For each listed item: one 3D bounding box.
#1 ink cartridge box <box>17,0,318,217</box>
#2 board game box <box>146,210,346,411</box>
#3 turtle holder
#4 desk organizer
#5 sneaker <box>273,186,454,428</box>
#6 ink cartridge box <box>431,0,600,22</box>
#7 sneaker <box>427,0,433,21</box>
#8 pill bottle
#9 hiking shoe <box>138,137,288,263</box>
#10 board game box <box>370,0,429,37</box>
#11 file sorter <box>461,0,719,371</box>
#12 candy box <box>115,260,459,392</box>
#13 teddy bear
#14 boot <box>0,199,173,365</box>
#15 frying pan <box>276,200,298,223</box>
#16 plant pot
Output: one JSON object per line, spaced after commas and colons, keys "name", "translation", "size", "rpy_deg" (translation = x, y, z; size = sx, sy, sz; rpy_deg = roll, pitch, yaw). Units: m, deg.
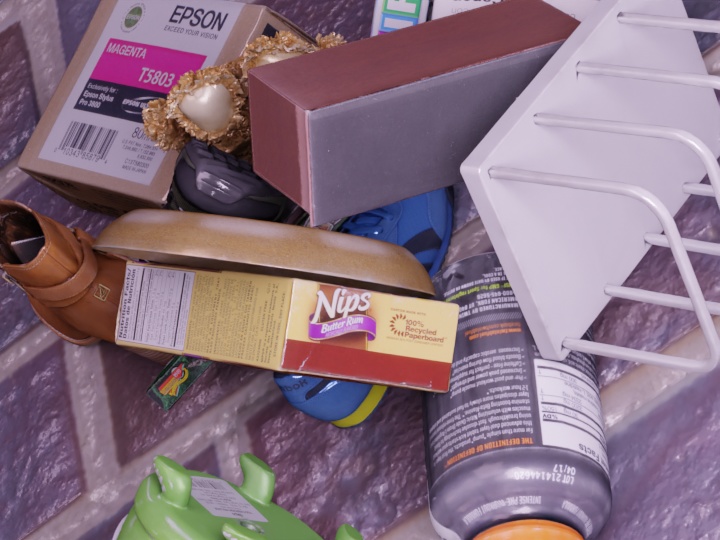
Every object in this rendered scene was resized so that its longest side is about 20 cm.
{"name": "ink cartridge box", "translation": [-0.142, -0.118, 1.818], "size": [0.200, 0.075, 0.165], "rpy_deg": [14, 75, 49]}
{"name": "board game box", "translation": [-0.061, 0.003, 1.634], "size": [0.200, 0.023, 0.105], "rpy_deg": [-46, 7, 24]}
{"name": "turtle holder", "translation": [-0.071, 0.205, 1.505], "size": [0.185, 0.141, 0.132], "rpy_deg": [30, 103, 11]}
{"name": "desk organizer", "translation": [0.039, -0.096, 1.421], "size": [0.200, 0.072, 0.077], "rpy_deg": [-17, 31, -25]}
{"name": "sneaker", "translation": [0.000, 0.000, 1.600], "size": [0.066, 0.078, 0.201], "rpy_deg": [2, 64, 47]}
{"name": "ink cartridge box", "translation": [0.124, -0.187, 1.555], "size": [0.146, 0.083, 0.201], "rpy_deg": [3, 62, 8]}
{"name": "sneaker", "translation": [0.103, -0.186, 1.632], "size": [0.082, 0.077, 0.201], "rpy_deg": [-5, 61, 34]}
{"name": "pill bottle", "translation": [0.088, 0.097, 1.425], "size": [0.106, 0.106, 0.200], "rpy_deg": [-26, 48, 29]}
{"name": "hiking shoe", "translation": [-0.097, -0.021, 1.567], "size": [0.200, 0.076, 0.101], "rpy_deg": [123, 171, -84]}
{"name": "board game box", "translation": [0.032, -0.211, 1.633], "size": [0.200, 0.034, 0.135], "rpy_deg": [-83, 2, -61]}
{"name": "file sorter", "translation": [0.178, -0.060, 1.366], "size": [0.124, 0.139, 0.200], "rpy_deg": [9, 47, 40]}
{"name": "candy box", "translation": [-0.046, 0.033, 1.451], "size": [0.200, 0.116, 0.057], "rpy_deg": [7, 88, 58]}
{"name": "teddy bear", "translation": [-0.076, -0.118, 1.631], "size": [0.145, 0.200, 0.067], "rpy_deg": [-34, 82, 14]}
{"name": "boot", "translation": [-0.220, 0.001, 1.748], "size": [0.200, 0.155, 0.077], "rpy_deg": [30, 87, 51]}
{"name": "frying pan", "translation": [-0.039, -0.057, 1.637], "size": [0.115, 0.031, 0.190], "rpy_deg": [-50, 2, 19]}
{"name": "plant pot", "translation": [-0.054, -0.011, 1.421], "size": [0.200, 0.200, 0.028], "rpy_deg": [6, 87, 46]}
